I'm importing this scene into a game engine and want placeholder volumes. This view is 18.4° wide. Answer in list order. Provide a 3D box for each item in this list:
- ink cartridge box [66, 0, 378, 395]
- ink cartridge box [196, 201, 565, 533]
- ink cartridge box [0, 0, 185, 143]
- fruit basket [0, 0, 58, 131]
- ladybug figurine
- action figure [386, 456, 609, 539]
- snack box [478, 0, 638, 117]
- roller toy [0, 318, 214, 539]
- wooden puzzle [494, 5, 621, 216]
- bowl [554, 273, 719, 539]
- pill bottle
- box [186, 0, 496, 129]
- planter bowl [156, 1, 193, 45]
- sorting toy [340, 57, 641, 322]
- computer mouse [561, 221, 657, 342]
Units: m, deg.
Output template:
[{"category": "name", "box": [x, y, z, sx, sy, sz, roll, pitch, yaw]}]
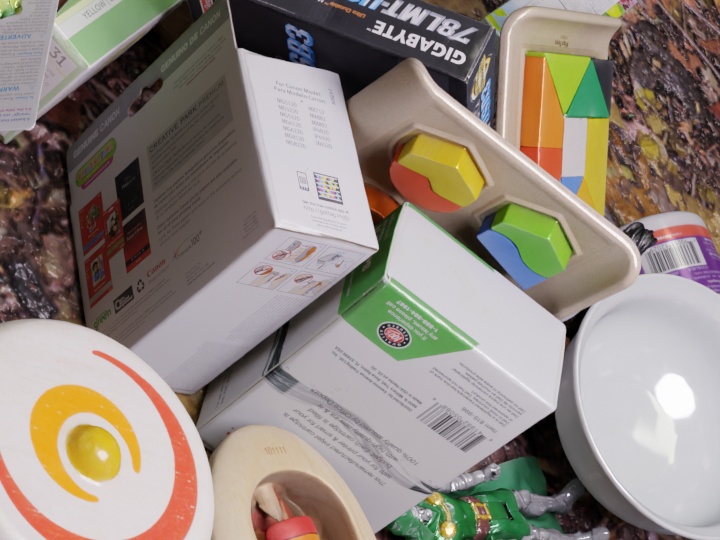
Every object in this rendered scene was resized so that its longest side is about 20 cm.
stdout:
[{"category": "ink cartridge box", "box": [-0.095, -0.046, 1.407, 0.084, 0.200, 0.176, 12, 54, -38]}, {"category": "ink cartridge box", "box": [0.011, 0.071, 1.429, 0.147, 0.200, 0.083, 38, 37, -20]}, {"category": "ink cartridge box", "box": [-0.154, -0.176, 1.446, 0.048, 0.200, 0.146, 51, 39, -7]}, {"category": "fruit basket", "box": [-0.272, -0.155, 1.365, 0.094, 0.185, 0.200, 76, 14, -58]}, {"category": "ladybug figurine", "box": [-0.046, 0.195, 1.377, 0.136, 0.072, 0.200, 2, 61, -44]}, {"category": "action figure", "box": [0.091, 0.175, 1.545, 0.200, 0.055, 0.118, 4, 48, -46]}, {"category": "snack box", "box": [0.104, -0.159, 1.721, 0.068, 0.169, 0.200, 51, 38, -2]}, {"category": "roller toy", "box": [-0.182, 0.124, 1.239, 0.200, 0.140, 0.182, 55, 38, 3]}, {"category": "wooden puzzle", "box": [0.144, -0.087, 1.604, 0.185, 0.037, 0.200, -6, 105, -62]}, {"category": "bowl", "box": [0.214, 0.110, 1.624, 0.201, 0.090, 0.201, 13, 64, -27]}, {"category": "pill bottle", "box": [0.254, 0.064, 1.750, 0.111, 0.111, 0.200, 2, 61, -45]}, {"category": "box", "box": [-0.011, -0.131, 1.447, 0.198, 0.200, 0.050, 22, 71, 11]}, {"category": "planter bowl", "box": [-0.086, -0.231, 1.589, 0.135, 0.200, 0.200, -19, 74, -22]}, {"category": "sorting toy", "box": [0.053, -0.030, 1.411, 0.200, 0.185, 0.036, 41, 55, -14]}, {"category": "computer mouse", "box": [0.156, 0.013, 1.614, 0.044, 0.110, 0.200, 42, 17, 20]}]
